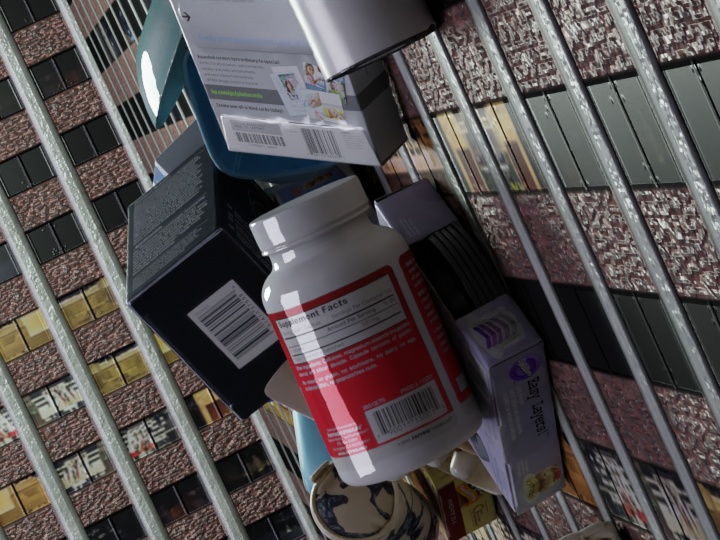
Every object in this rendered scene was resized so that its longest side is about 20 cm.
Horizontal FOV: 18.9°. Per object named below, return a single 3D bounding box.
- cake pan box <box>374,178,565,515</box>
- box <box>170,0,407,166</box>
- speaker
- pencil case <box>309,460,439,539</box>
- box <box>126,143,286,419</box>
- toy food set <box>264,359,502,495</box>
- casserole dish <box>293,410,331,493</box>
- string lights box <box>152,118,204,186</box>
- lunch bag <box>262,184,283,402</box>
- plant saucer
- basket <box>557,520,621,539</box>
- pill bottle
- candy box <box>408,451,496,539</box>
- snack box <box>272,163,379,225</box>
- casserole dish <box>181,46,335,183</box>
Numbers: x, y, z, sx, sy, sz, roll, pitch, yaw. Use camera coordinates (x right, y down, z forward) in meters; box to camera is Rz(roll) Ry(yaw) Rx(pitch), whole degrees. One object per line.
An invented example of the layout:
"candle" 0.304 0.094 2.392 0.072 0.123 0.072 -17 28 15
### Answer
"cake pan box" 0.081 0.054 1.604 0.184 0.052 0.200 54 167 39
"box" -0.063 -0.174 1.588 0.155 0.041 0.201 7 132 39
"speaker" -0.028 -0.226 1.366 0.201 0.081 0.081 65 171 -3
"pencil case" 0.011 0.205 1.852 0.089 0.078 0.200 28 173 16
"box" -0.113 0.004 1.843 0.149 0.107 0.200 47 -167 -22
"toy food set" 0.024 0.135 1.743 0.143 0.061 0.200 24 177 26
"casserole dish" -0.036 0.133 2.009 0.121 0.039 0.201 47 -147 -74
"string lights box" -0.139 -0.105 2.026 0.059 0.103 0.200 45 172 -1
"lunch bag" -0.081 0.022 2.090 0.083 0.160 0.201 -111 -2 -54
"plant saucer" -0.144 -0.214 1.758 0.039 0.202 0.201 21 168 0
"basket" 0.144 0.269 1.578 0.200 0.135 0.124 99 148 -75
"pill bottle" -0.001 0.041 1.530 0.201 0.112 0.112 66 171 -5
"candy box" 0.051 0.137 1.980 0.200 0.055 0.116 57 170 32
"snack box" 0.000 0.000 1.844 0.201 0.072 0.024 61 172 22
"casserole dish" -0.076 -0.147 1.771 0.200 0.120 0.039 75 -171 -53
